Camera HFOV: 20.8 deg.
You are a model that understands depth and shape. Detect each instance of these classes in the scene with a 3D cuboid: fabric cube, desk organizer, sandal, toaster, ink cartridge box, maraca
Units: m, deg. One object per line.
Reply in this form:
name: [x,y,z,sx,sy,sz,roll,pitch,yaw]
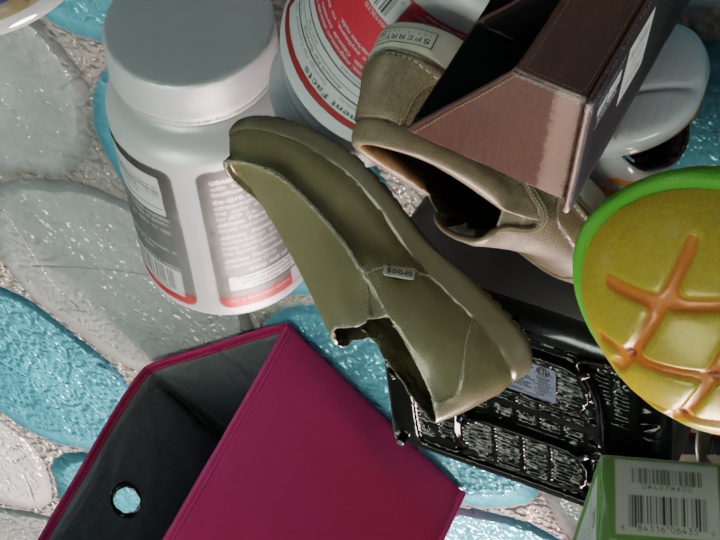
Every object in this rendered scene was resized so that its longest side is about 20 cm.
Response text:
fabric cube: [-0.084,0.188,1.435,0.199,0.197,0.199,43,146,-23]
desk organizer: [0.099,-0.131,0.826,0.077,0.201,0.072,24,149,13]
sandal: [0.117,-0.069,1.011,0.059,0.079,0.206,38,155,-23]
toaster: [0.116,0.042,1.131,0.199,0.119,0.181,18,147,20]
ink cartridge box: [0.173,0.181,1.131,0.103,0.060,0.200,5,146,1]
maraca: [0.186,0.031,0.936,0.137,0.107,0.200,-26,117,37]

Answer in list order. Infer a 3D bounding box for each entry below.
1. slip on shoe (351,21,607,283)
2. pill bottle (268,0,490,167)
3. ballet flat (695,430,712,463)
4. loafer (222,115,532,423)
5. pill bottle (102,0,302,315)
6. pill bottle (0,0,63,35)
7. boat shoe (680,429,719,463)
slip on shoe: [0.060,-0.037,0.930,0.076,0.061,0.200,9,156,35]
pill bottle: [0.027,-0.129,0.972,0.112,0.113,0.200,35,149,-7]
ballet flat: [0.232,0.083,1.126,0.075,0.068,0.201,43,136,24]
loafer: [0.000,0.000,1.010,0.200,0.067,0.076,41,163,3]
pill bottle: [-0.086,-0.075,1.142,0.113,0.114,0.201,19,147,18]
pill bottle: [-0.227,-0.231,1.040,0.115,0.116,0.201,9,143,31]
boat shoe: [0.217,0.134,1.231,0.199,0.063,0.071,14,143,23]
